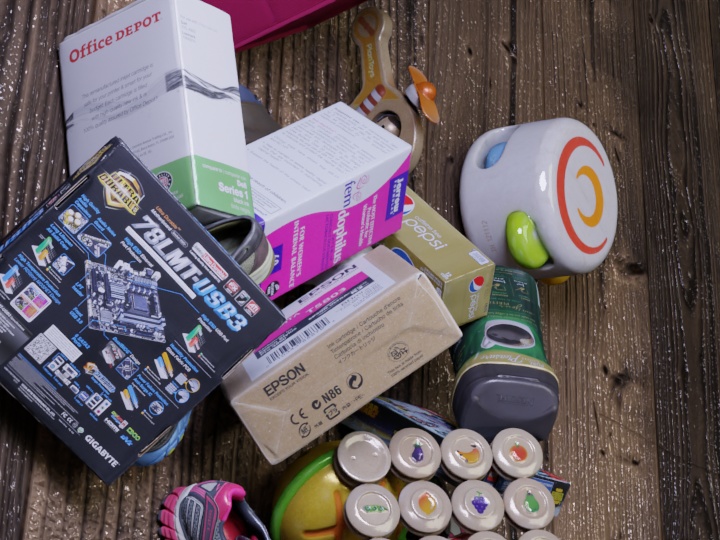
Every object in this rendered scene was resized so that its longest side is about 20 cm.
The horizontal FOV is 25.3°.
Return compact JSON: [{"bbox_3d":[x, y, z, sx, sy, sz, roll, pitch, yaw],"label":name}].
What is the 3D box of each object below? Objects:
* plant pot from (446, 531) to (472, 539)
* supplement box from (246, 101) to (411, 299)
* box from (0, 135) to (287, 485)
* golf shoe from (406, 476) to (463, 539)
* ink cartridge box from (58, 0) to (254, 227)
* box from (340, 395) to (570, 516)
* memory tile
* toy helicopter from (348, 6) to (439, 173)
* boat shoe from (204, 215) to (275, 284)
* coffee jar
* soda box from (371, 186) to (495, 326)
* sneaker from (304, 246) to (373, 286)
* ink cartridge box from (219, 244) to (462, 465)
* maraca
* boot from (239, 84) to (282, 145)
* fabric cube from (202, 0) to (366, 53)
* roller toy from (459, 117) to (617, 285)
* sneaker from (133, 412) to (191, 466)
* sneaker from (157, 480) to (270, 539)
[{"bbox_3d":[0.067,0.348,1.461,0.200,0.200,0.183,-4,69,-53],"label":"plant pot"},{"bbox_3d":[-0.058,-0.063,1.487,0.200,0.103,0.101,-31,141,-37],"label":"supplement box"},{"bbox_3d":[-0.195,0.033,1.262,0.200,0.198,0.050,47,-3,-19],"label":"box"},{"bbox_3d":[0.079,0.286,1.611,0.092,0.072,0.201,-19,99,-60],"label":"golf shoe"},{"bbox_3d":[-0.179,-0.122,1.391,0.084,0.146,0.201,15,63,-52],"label":"ink cartridge box"},{"bbox_3d":[0.090,0.177,1.573,0.137,0.200,0.040,21,92,-48],"label":"box"},{"bbox_3d":[0.080,0.209,1.413,0.199,0.017,0.154,0,59,-18],"label":"memory tile"},{"bbox_3d":[0.027,-0.192,1.708,0.079,0.132,0.201,15,62,-49],"label":"toy helicopter"},{"bbox_3d":[-0.167,0.011,1.325,0.072,0.200,0.066,56,-13,35],"label":"boat shoe"},{"bbox_3d":[0.137,0.084,1.602,0.104,0.086,0.200,7,37,-9],"label":"coffee jar"},{"bbox_3d":[0.047,-0.026,1.606,0.064,0.200,0.068,-20,135,-28],"label":"soda box"},{"bbox_3d":[0.000,0.000,1.568,0.200,0.075,0.088,33,32,10],"label":"sneaker"},{"bbox_3d":[-0.027,0.069,1.414,0.075,0.200,0.165,57,-5,-15],"label":"ink cartridge box"},{"bbox_3d":[-0.005,0.223,1.487,0.200,0.137,0.107,27,17,-49],"label":"maraca"},{"bbox_3d":[-0.094,-0.140,1.574,0.200,0.075,0.097,-7,83,-52],"label":"boot"},{"bbox_3d":[-0.070,-0.349,1.596,0.196,0.200,0.200,-29,98,-55],"label":"fabric cube"},{"bbox_3d":[0.206,-0.082,1.887,0.200,0.139,0.183,12,76,-53],"label":"roller toy"},{"bbox_3d":[-0.175,0.067,1.372,0.083,0.071,0.200,45,45,-40],"label":"sneaker"},{"bbox_3d":[-0.097,0.271,1.377,0.200,0.075,0.081,59,37,-16],"label":"sneaker"}]
